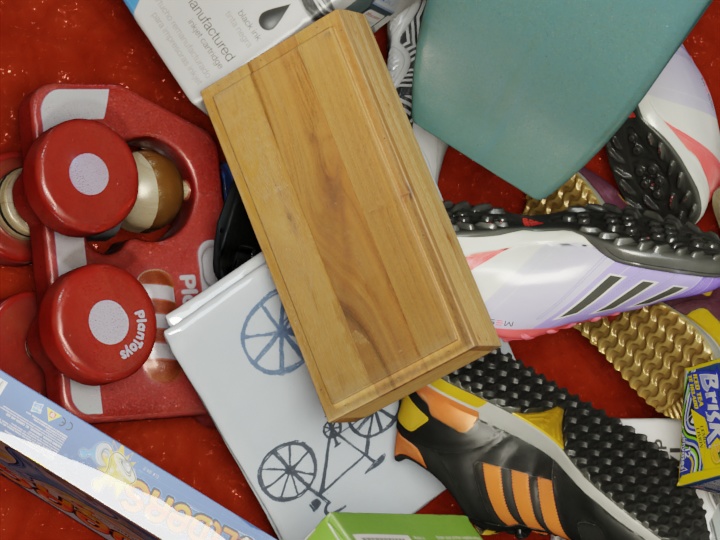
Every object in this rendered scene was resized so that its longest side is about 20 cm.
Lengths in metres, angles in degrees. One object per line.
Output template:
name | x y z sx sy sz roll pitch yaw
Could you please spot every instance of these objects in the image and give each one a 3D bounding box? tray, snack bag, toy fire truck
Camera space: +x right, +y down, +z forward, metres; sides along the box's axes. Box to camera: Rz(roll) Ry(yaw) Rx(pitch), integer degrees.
tray | -0.008 -0.029 1.438 0.098 0.037 0.201 -28 76 25
snack bag | 0.002 0.059 1.525 0.188 0.021 0.201 -36 116 -17
toy fire truck | -0.130 -0.006 1.525 0.167 0.112 0.201 -1 79 -34

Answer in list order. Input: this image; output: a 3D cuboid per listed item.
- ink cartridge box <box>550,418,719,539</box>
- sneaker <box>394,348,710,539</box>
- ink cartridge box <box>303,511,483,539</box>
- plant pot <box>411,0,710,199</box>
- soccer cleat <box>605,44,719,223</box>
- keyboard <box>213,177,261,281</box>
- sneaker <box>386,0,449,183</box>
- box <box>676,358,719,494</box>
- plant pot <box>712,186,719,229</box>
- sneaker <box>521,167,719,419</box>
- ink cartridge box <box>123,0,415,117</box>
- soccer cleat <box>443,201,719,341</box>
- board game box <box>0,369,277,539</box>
ink cartridge box | 0.216 0.162 1.549 0.199 0.084 0.146 0 78 -9
sneaker | 0.104 0.122 1.486 0.200 0.090 0.070 35 33 21
ink cartridge box | -0.020 0.227 1.445 0.200 0.148 0.076 -48 62 19
plant pot | 0.117 -0.150 1.447 0.141 0.201 0.141 32 40 6
soccer cleat | 0.166 -0.123 1.570 0.073 0.068 0.201 -50 124 -43
keyboard | 0.000 0.000 1.550 0.199 0.040 0.105 15 99 -25
sneaker | 0.069 -0.121 1.582 0.114 0.075 0.201 6 75 -5
box | 0.276 0.100 1.476 0.199 0.064 0.071 14 72 -27
plant pot | 0.322 -0.019 1.534 0.176 0.200 0.201 -17 83 -16
sneaker | 0.172 0.014 1.567 0.090 0.075 0.200 3 43 -43
ink cartridge box | -0.043 -0.200 1.533 0.200 0.086 0.147 -37 74 7
soccer cleat | 0.108 0.005 1.484 0.199 0.068 0.074 2 110 -3
board game box | -0.138 0.123 1.473 0.199 0.135 0.035 32 76 -2
